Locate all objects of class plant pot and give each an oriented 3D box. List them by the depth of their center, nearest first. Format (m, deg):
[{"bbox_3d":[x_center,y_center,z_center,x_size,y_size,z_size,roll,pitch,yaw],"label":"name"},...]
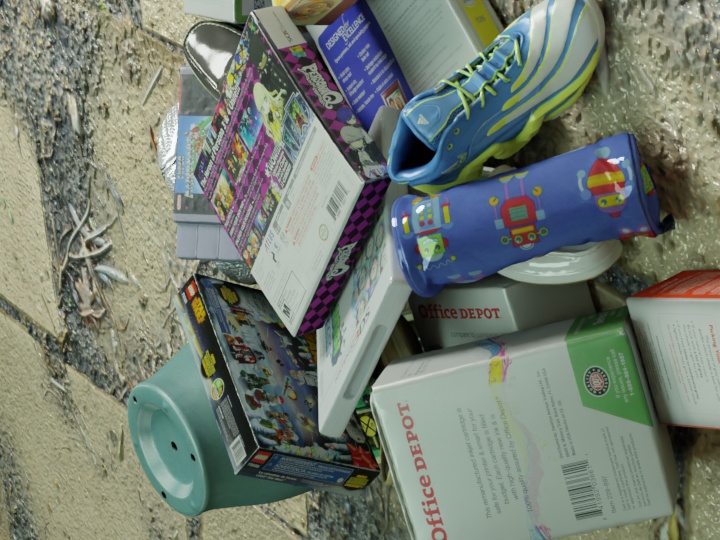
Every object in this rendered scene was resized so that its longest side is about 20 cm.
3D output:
[{"bbox_3d":[-0.110,0.135,1.927,0.200,0.187,0.201,34,135,42],"label":"plant pot"}]

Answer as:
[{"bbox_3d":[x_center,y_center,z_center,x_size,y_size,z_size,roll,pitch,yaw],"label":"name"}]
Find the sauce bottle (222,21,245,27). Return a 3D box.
[{"bbox_3d":[-0.081,-0.129,1.831,0.065,0.064,0.201,-18,95,59],"label":"sauce bottle"}]

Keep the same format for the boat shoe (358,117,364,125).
[{"bbox_3d":[-0.004,-0.049,1.773,0.072,0.060,0.202,-81,1,-58],"label":"boat shoe"}]

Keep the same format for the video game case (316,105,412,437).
[{"bbox_3d":[0.000,0.000,1.628,0.201,0.024,0.183,-92,19,-45],"label":"video game case"}]

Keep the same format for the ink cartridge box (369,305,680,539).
[{"bbox_3d":[0.124,0.123,1.516,0.199,0.088,0.146,-15,100,15],"label":"ink cartridge box"}]

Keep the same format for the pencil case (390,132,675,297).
[{"bbox_3d":[0.123,-0.041,1.480,0.199,0.087,0.079,-15,92,17],"label":"pencil case"}]

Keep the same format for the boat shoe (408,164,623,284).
[{"bbox_3d":[0.110,-0.046,1.561,0.199,0.071,0.070,18,137,38],"label":"boat shoe"}]

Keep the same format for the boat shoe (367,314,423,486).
[{"bbox_3d":[0.033,0.115,1.683,0.074,0.062,0.201,-104,-2,-46],"label":"boat shoe"}]

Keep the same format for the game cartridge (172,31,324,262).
[{"bbox_3d":[-0.098,-0.107,1.772,0.129,0.038,0.202,2,89,14],"label":"game cartridge"}]

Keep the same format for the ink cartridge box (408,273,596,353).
[{"bbox_3d":[0.131,0.092,1.633,0.146,0.082,0.201,-3,107,58],"label":"ink cartridge box"}]

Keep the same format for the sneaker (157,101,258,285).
[{"bbox_3d":[-0.114,-0.062,1.872,0.201,0.075,0.115,63,-167,26],"label":"sneaker"}]

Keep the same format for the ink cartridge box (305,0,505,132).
[{"bbox_3d":[0.039,-0.181,1.636,0.201,0.047,0.198,64,150,9],"label":"ink cartridge box"}]

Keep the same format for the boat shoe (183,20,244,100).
[{"bbox_3d":[-0.078,-0.156,1.705,0.201,0.072,0.066,40,178,25],"label":"boat shoe"}]

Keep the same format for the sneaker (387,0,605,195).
[{"bbox_3d":[0.093,-0.122,1.480,0.076,0.105,0.200,49,120,14],"label":"sneaker"}]

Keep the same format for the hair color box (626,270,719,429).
[{"bbox_3d":[0.279,0.056,1.404,0.199,0.061,0.102,1,111,58],"label":"hair color box"}]

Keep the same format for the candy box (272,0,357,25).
[{"bbox_3d":[-0.036,-0.306,1.598,0.115,0.055,0.202,150,115,-62],"label":"candy box"}]

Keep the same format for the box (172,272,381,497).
[{"bbox_3d":[-0.073,0.098,1.759,0.040,0.136,0.201,-48,46,28],"label":"box"}]

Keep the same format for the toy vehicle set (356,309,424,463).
[{"bbox_3d":[0.041,0.101,1.794,0.199,0.026,0.125,-17,96,48],"label":"toy vehicle set"}]

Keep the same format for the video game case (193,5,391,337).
[{"bbox_3d":[-0.058,-0.077,1.621,0.182,0.036,0.201,56,145,25],"label":"video game case"}]

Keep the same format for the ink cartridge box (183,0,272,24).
[{"bbox_3d":[-0.107,-0.314,1.730,0.104,0.059,0.202,21,116,58],"label":"ink cartridge box"}]
